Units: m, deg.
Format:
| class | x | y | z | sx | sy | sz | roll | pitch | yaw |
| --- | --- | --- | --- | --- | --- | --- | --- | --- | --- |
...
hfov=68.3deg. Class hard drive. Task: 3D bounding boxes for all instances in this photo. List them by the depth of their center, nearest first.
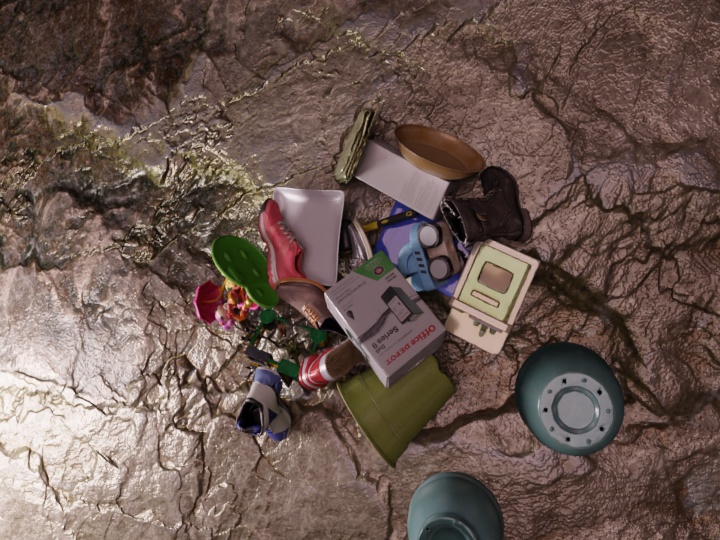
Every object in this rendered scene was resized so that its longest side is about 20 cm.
| class | x | y | z | sx | sy | sz | roll | pitch | yaw |
| --- | --- | --- | --- | --- | --- | --- | --- | --- | --- |
| hard drive | 0.136 | -0.047 | 1.125 | 0.197 | 0.025 | 0.135 | 27 | 94 | 16 |

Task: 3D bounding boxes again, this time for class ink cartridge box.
| class | x | y | z | sx | sy | sz | roll | pitch | yaw |
| --- | --- | --- | --- | --- | --- | --- | --- | --- | --- |
| ink cartridge box | 0.046 | 0.090 | 0.997 | 0.145 | 0.085 | 0.201 | -35 | 69 | -13 |

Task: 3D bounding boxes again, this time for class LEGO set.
| class | x | y | z | sx | sy | sz | roll | pitch | yaw |
| --- | --- | --- | --- | --- | --- | --- | --- | --- | --- |
| LEGO set | -0.159 | 0.185 | 1.176 | 0.194 | 0.117 | 0.157 | 10 | 60 | 13 |

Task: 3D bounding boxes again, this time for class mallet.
| class | x | y | z | sx | sy | sz | roll | pitch | yaw |
| --- | --- | --- | --- | --- | --- | --- | --- | --- | --- |
| mallet | 0.033 | -0.086 | 1.133 | 0.195 | 0.041 | 0.068 | -7 | 84 | 29 |

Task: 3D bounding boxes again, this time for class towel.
| class | x | y | z | sx | sy | sz | roll | pitch | yaw |
| --- | --- | --- | --- | --- | --- | --- | --- | --- | --- |
| towel | -0.016 | -0.254 | 1.100 | 0.036 | 0.200 | 0.152 | 22 | 93 | -7 |

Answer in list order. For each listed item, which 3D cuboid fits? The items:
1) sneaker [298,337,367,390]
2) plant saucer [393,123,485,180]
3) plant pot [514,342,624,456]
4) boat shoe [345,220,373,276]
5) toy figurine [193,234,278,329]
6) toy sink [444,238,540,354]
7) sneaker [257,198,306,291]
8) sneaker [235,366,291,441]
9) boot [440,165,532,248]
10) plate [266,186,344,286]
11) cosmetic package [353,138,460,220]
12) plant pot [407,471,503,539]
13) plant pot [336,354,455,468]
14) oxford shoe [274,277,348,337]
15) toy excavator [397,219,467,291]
| class | x | y | z | sx | sy | sz | roll | pitch | yaw |
| --- | --- | --- | --- | --- | --- | --- | --- | --- | --- |
| sneaker | -0.046 | 0.185 | 1.094 | 0.111 | 0.198 | 0.073 | -28 | 82 | 34 |
| plant saucer | 0.153 | -0.232 | 1.062 | 0.197 | 0.200 | 0.036 | 30 | 125 | 15 |
| plant pot | 0.383 | 0.240 | 0.965 | 0.195 | 0.161 | 0.207 | -1 | 87 | 15 |
| boat shoe | 0.000 | 0.000 | 1.110 | 0.063 | 0.072 | 0.205 | -17 | 108 | -6 |
| toy figurine | -0.293 | 0.059 | 1.193 | 0.201 | 0.149 | 0.184 | 51 | 119 | 15 |
| toy sink | 0.251 | 0.052 | 1.040 | 0.128 | 0.112 | 0.204 | 25 | 94 | 16 |
| sneaker | -0.163 | -0.059 | 1.159 | 0.085 | 0.074 | 0.206 | -10 | 91 | 19 |
| sneaker | -0.211 | 0.309 | 1.118 | 0.079 | 0.116 | 0.203 | 13 | 133 | 19 |
| boot | 0.226 | -0.129 | 1.011 | 0.070 | 0.170 | 0.203 | 117 | 144 | -45 |
| plate | -0.119 | -0.078 | 1.180 | 0.195 | 0.032 | 0.206 | 7 | 93 | 30 |
| cosmetic package | 0.096 | -0.191 | 1.098 | 0.197 | 0.107 | 0.087 | 30 | 111 | 18 |
| plant pot | 0.177 | 0.514 | 1.024 | 0.194 | 0.134 | 0.207 | -1 | 87 | 16 |
| plant pot | 0.083 | 0.247 | 1.056 | 0.188 | 0.200 | 0.202 | -36 | 77 | -2 |
| oxford shoe | -0.094 | 0.078 | 1.122 | 0.196 | 0.074 | 0.072 | 23 | 129 | -6 |
| toy excavator | 0.114 | 0.011 | 1.077 | 0.197 | 0.099 | 0.200 | -18 | 91 | 35 |
